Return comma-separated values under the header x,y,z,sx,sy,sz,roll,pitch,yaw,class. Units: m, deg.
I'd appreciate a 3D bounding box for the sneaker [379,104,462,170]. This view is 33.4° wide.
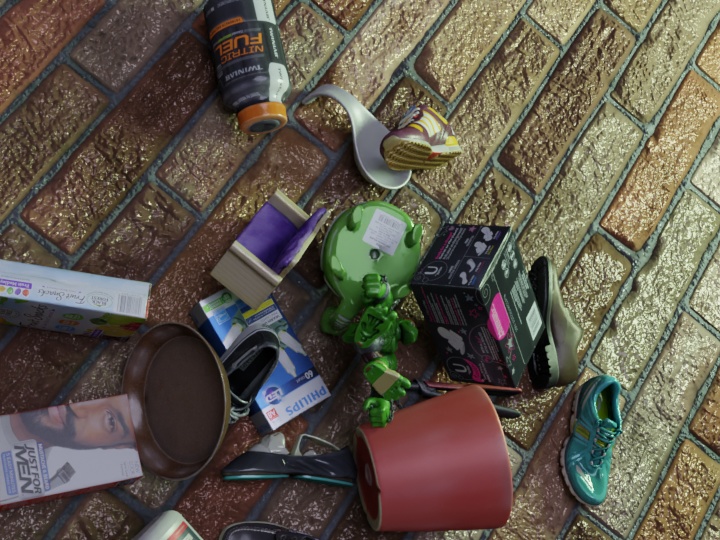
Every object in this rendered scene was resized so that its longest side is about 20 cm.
x,y,z,sx,sy,sz,roll,pitch,yaw,class
0.078,-0.205,1.803,0.200,0.075,0.091,-1,64,-61,sneaker

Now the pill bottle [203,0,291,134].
x,y,z,sx,sy,sz,roll,pitch,yaw,class
-0.160,-0.303,1.750,0.106,0.106,0.201,-8,76,-24,pill bottle

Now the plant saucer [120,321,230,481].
x,y,z,sx,sy,sz,roll,pitch,yaw,class
-0.232,0.166,1.535,0.034,0.200,0.202,2,70,-51,plant saucer

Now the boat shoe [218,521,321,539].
x,y,z,sx,sy,sz,roll,pitch,yaw,class
-0.088,0.375,1.581,0.199,0.065,0.072,21,68,-14,boat shoe

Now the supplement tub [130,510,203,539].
x,y,z,sx,sy,sz,roll,pitch,yaw,class
-0.218,0.411,1.475,0.200,0.140,0.140,48,63,-1,supplement tub

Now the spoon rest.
x,y,z,sx,sy,sz,roll,pitch,yaw,class
0.000,-0.204,1.804,0.200,0.061,0.099,46,49,-1,spoon rest

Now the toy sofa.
x,y,z,sx,sy,sz,roll,pitch,yaw,class
-0.120,-0.041,1.636,0.083,0.098,0.200,39,28,-5,toy sofa

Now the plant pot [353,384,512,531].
x,y,z,sx,sy,sz,roll,pitch,yaw,class
0.091,0.266,1.629,0.176,0.200,0.202,-8,76,-12,plant pot

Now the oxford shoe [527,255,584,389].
x,y,z,sx,sy,sz,roll,pitch,yaw,class
0.297,0.078,1.835,0.084,0.073,0.201,-2,86,-25,oxford shoe

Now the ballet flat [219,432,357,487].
x,y,z,sx,sy,sz,roll,pitch,yaw,class
-0.095,0.254,1.617,0.199,0.073,0.074,8,70,-26,ballet flat

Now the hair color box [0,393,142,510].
x,y,z,sx,sy,sz,roll,pitch,yaw,class
-0.386,0.230,1.510,0.199,0.064,0.112,-8,76,-25,hair color box

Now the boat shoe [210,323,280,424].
x,y,z,sx,sy,sz,roll,pitch,yaw,class
-0.170,0.162,1.561,0.073,0.068,0.199,38,102,-25,boat shoe

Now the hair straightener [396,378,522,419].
x,y,z,sx,sy,sz,roll,pitch,yaw,class
0.143,0.199,1.745,0.199,0.041,0.077,9,70,-19,hair straightener

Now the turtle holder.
x,y,z,sx,sy,sz,roll,pitch,yaw,class
0.010,-0.004,1.705,0.140,0.132,0.187,-4,91,-14,turtle holder

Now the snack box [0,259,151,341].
x,y,z,sx,sy,sz,roll,pitch,yaw,class
-0.380,0.040,1.529,0.199,0.142,0.053,11,70,-19,snack box

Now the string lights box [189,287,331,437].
x,y,z,sx,sy,sz,roll,pitch,yaw,class
-0.138,0.115,1.649,0.102,0.059,0.201,-29,85,-28,string lights box

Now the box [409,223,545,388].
x,y,z,sx,sy,sz,roll,pitch,yaw,class
0.169,0.049,1.705,0.132,0.114,0.201,-58,139,-36,box

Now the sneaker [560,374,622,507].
x,y,z,sx,sy,sz,roll,pitch,yaw,class
0.350,0.251,1.791,0.077,0.080,0.201,15,69,-17,sneaker

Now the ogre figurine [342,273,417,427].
x,y,z,sx,sy,sz,roll,pitch,yaw,class
0.024,0.091,1.597,0.098,0.120,0.201,-21,105,10,ogre figurine
